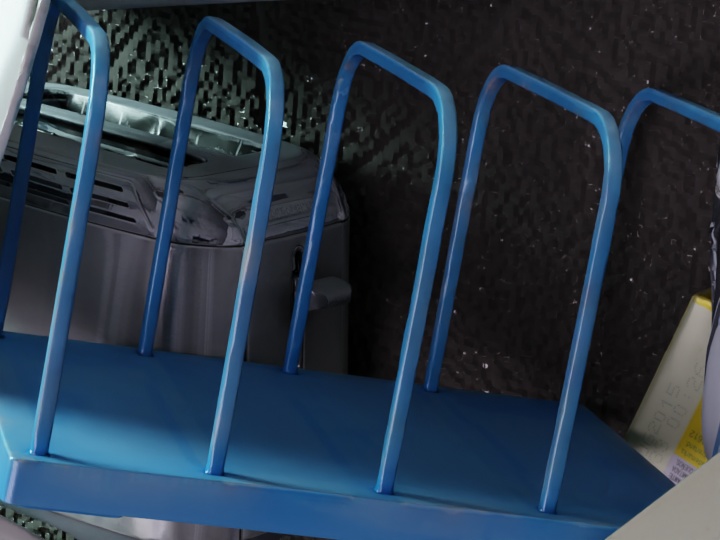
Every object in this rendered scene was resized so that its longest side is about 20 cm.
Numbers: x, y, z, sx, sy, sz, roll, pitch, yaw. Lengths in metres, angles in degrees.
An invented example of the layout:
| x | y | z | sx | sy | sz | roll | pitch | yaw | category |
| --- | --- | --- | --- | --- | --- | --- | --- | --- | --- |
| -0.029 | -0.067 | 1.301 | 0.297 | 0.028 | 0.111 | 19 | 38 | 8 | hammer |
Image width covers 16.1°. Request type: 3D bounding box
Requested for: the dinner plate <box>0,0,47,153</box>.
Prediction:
| x | y | z | sx | sy | sz | roll | pitch | yaw | category |
| --- | --- | --- | --- | --- | --- | --- | --- | --- | --- |
| -0.123 | -0.065 | 0.741 | 0.024 | 0.200 | 0.200 | 18 | 120 | -19 | dinner plate |

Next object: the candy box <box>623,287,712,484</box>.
| x | y | z | sx | sy | sz | roll | pitch | yaw | category |
| --- | --- | --- | --- | --- | --- | --- | --- | --- | --- |
| 0.167 | 0.098 | 0.770 | 0.200 | 0.026 | 0.102 | 33 | 118 | 21 | candy box |

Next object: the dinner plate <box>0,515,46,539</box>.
| x | y | z | sx | sy | sz | roll | pitch | yaw | category |
| --- | --- | --- | --- | --- | --- | --- | --- | --- | --- |
| -0.163 | 0.089 | 0.891 | 0.200 | 0.200 | 0.024 | 20 | 73 | 27 | dinner plate |

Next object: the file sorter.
| x | y | z | sx | sy | sz | roll | pitch | yaw | category |
| --- | --- | --- | --- | --- | --- | --- | --- | --- | --- |
| 0.000 | 0.000 | 0.718 | 0.200 | 0.139 | 0.123 | 7 | 100 | -15 | file sorter |

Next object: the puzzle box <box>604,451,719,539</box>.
| x | y | z | sx | sy | sz | roll | pitch | yaw | category |
| --- | --- | --- | --- | --- | --- | --- | --- | --- | --- |
| 0.168 | 0.073 | 0.647 | 0.200 | 0.025 | 0.133 | -37 | 78 | 3 | puzzle box |

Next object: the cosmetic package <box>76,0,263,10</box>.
| x | y | z | sx | sy | sz | roll | pitch | yaw | category |
| --- | --- | --- | --- | --- | --- | --- | --- | --- | --- |
| -0.039 | -0.137 | 0.815 | 0.200 | 0.071 | 0.101 | 0 | 102 | 32 | cosmetic package |

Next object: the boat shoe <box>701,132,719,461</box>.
| x | y | z | sx | sy | sz | roll | pitch | yaw | category |
| --- | --- | --- | --- | --- | --- | --- | --- | --- | --- |
| 0.133 | -0.030 | 0.735 | 0.068 | 0.072 | 0.200 | -139 | 55 | -60 | boat shoe |

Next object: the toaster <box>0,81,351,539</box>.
| x | y | z | sx | sy | sz | roll | pitch | yaw | category |
| --- | --- | --- | --- | --- | --- | --- | --- | --- | --- |
| -0.091 | 0.013 | 0.863 | 0.200 | 0.114 | 0.129 | 17 | 107 | 32 | toaster |
